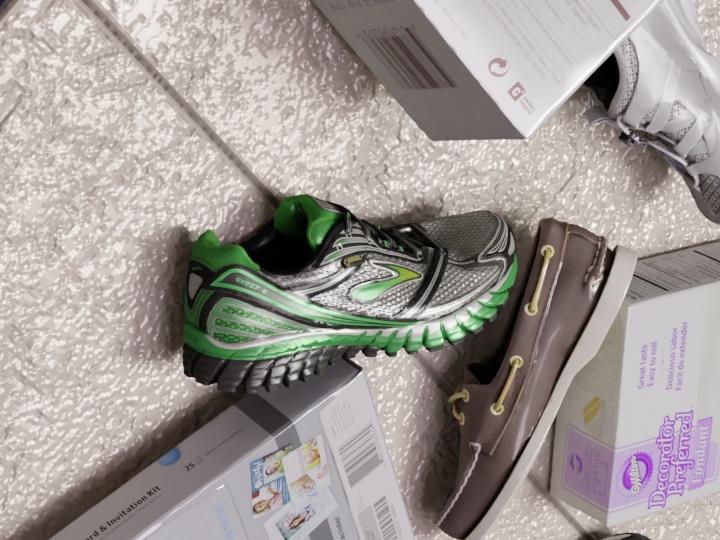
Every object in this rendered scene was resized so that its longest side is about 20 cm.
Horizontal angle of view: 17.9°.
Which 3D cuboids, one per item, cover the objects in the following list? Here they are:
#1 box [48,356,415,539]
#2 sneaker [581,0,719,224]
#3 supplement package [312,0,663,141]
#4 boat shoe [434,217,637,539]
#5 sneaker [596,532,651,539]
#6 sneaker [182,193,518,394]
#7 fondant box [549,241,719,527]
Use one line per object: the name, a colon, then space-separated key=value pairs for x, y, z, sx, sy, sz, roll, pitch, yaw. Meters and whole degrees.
box: x=-0.067 y=0.154 z=1.213 sx=0.200 sy=0.041 sz=0.156 roll=-37 pitch=134 yaw=-22
sneaker: x=0.160 y=-0.099 z=1.285 sx=0.082 sy=0.075 sz=0.200 roll=-39 pitch=117 yaw=-12
supplement package: x=0.090 y=-0.172 z=1.139 sx=0.200 sy=0.117 sz=0.117 roll=-45 pitch=107 yaw=-15
boat shoe: x=0.086 y=0.065 z=1.295 sx=0.059 sy=0.072 sz=0.200 roll=26 pitch=108 yaw=-2
sneaker: x=0.134 y=0.255 z=1.397 sx=0.200 sy=0.085 sz=0.074 roll=-55 pitch=132 yaw=-6
sneaker: x=0.000 y=0.000 z=1.187 sx=0.200 sy=0.078 sz=0.085 roll=-16 pitch=117 yaw=-32
fondant box: x=0.212 y=0.060 z=1.395 sx=0.200 sy=0.058 sz=0.144 roll=-12 pitch=116 yaw=-33
